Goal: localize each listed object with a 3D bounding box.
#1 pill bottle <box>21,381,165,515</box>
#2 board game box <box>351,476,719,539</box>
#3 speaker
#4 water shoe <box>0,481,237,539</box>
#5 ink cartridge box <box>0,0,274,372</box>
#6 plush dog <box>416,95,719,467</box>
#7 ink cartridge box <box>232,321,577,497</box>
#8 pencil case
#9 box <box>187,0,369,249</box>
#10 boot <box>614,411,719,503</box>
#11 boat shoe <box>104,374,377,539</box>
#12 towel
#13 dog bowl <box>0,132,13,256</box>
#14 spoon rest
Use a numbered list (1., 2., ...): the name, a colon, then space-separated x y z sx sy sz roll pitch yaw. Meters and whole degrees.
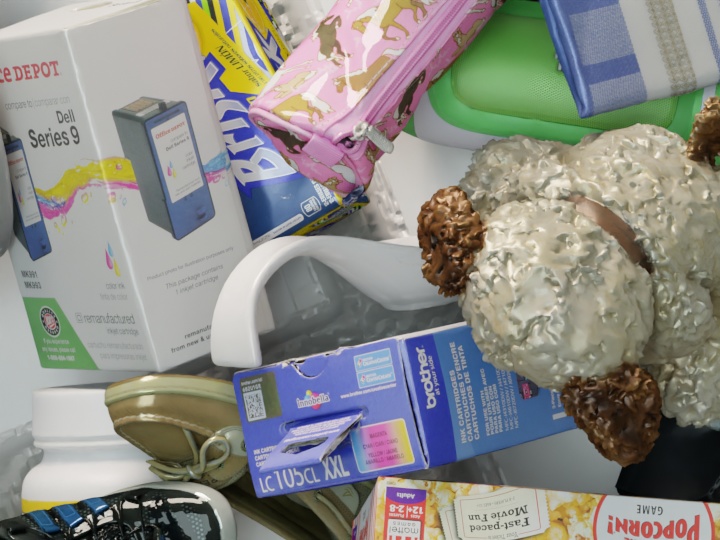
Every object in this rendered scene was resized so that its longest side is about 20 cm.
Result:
1. pill bottle: -0.139 0.167 1.690 0.113 0.114 0.202 -3 90 12
2. board game box: 0.099 0.153 1.585 0.198 0.152 0.047 4 76 -4
3. speaker: 0.121 -0.103 1.646 0.198 0.088 0.089 9 93 11
4. water shoe: -0.166 0.165 1.597 0.199 0.079 0.072 -13 88 15
5. ink cartridge box: -0.142 -0.049 1.646 0.145 0.087 0.201 1 107 55
6. plush dog: 0.124 -0.001 1.503 0.200 0.172 0.161 43 139 8
7. ink cartridge box: 0.026 0.071 1.591 0.136 0.199 0.077 -14 86 44
8. pencil case: 0.027 -0.135 1.582 0.086 0.083 0.200 34 77 22
9. box: -0.074 -0.111 1.685 0.064 0.070 0.201 -30 85 14
10. boot: 0.173 0.053 1.641 0.199 0.076 0.169 19 91 4
11. boat shoe: -0.063 0.115 1.640 0.073 0.200 0.064 -16 56 40
12. towel: 0.176 -0.171 1.587 0.199 0.024 0.148 -17 86 -30
13. dog bowl: -0.259 -0.084 1.677 0.058 0.200 0.201 -19 87 -21
14. spoon rest: 0.000 0.000 1.624 0.099 0.199 0.061 2 106 49
